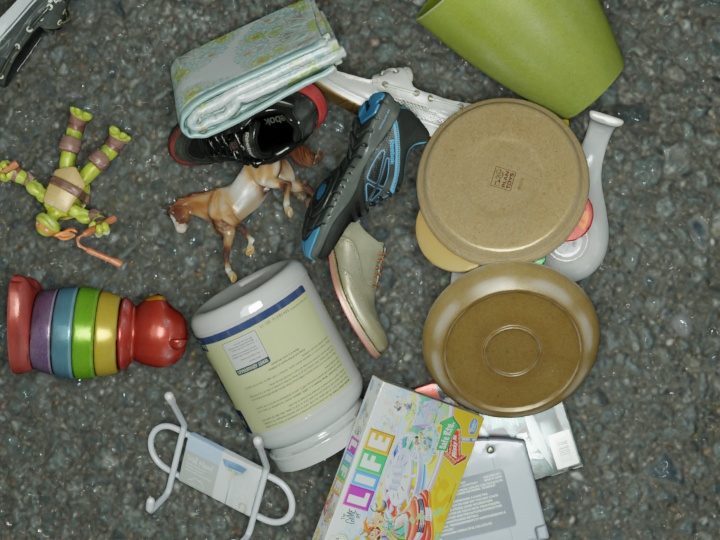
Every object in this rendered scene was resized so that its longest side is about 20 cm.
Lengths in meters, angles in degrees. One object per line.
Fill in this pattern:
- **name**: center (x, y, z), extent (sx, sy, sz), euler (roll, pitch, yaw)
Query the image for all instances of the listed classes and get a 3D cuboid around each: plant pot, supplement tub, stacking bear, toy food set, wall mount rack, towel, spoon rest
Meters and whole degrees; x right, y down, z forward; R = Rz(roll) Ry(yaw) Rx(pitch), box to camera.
- **plant pot**: center (0.195, -0.273, 1.474), extent (0.187, 0.187, 0.200), euler (-44, 101, 2)
- **supplement tub**: center (-0.085, 0.106, 1.476), extent (0.144, 0.145, 0.202), euler (-27, 100, 3)
- **stacking bear**: center (-0.297, 0.069, 1.523), extent (0.197, 0.121, 0.116), euler (3, 87, -4)
- **toy food set**: center (0.159, -0.093, 1.461), extent (0.195, 0.049, 0.203), euler (1, 76, 8)
- **wall mount rack**: center (-0.167, 0.221, 1.492), extent (0.198, 0.075, 0.176), euler (23, 117, 15)
- **plant pot**: center (0.167, 0.085, 1.460), extent (0.197, 0.028, 0.203), euler (0, 118, 0)
- **towel**: center (-0.119, -0.230, 1.491), extent (0.198, 0.172, 0.049), euler (-24, 119, 2)
- **spoon rest**: center (0.252, -0.083, 1.519), extent (0.098, 0.061, 0.202), euler (19, 103, 5)

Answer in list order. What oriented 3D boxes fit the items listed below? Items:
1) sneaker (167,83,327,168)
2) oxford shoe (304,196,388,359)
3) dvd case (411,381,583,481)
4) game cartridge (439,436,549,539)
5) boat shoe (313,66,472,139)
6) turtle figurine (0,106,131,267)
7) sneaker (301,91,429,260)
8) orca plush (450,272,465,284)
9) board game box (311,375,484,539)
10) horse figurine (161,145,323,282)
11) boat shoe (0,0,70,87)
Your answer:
- **sneaker**: center (-0.137, -0.156, 1.503), extent (0.198, 0.098, 0.071), euler (-13, 118, 18)
- **oxford shoe**: center (0.000, 0.000, 1.520), extent (0.073, 0.071, 0.202), euler (-20, 88, 0)
- **dvd case**: center (0.142, 0.186, 1.530), extent (0.198, 0.022, 0.148), euler (-19, 88, 4)
- **game cartridge**: center (0.104, 0.263, 1.504), extent (0.197, 0.042, 0.135), euler (-14, 84, 4)
- **boat shoe**: center (0.041, -0.202, 1.525), extent (0.198, 0.071, 0.070), euler (21, 90, -5)
- **turtle figurine**: center (-0.332, -0.098, 1.547), extent (0.198, 0.064, 0.163), euler (27, 83, 13)
- **sneaker**: center (0.005, -0.093, 1.462), extent (0.081, 0.073, 0.202), euler (30, 91, -24)
- **orca plush**: center (0.155, -0.031, 1.521), extent (0.104, 0.071, 0.203), euler (-2, 72, 28)
- **board game box**: center (0.040, 0.232, 1.448), extent (0.133, 0.034, 0.202), euler (20, 91, -23)
- **horse figurine**: center (-0.123, -0.083, 1.526), extent (0.199, 0.050, 0.133), euler (-40, 53, 7)
- **boat shoe**: center (-0.376, -0.301, 1.558), extent (0.200, 0.069, 0.057), euler (-44, 94, 7)
